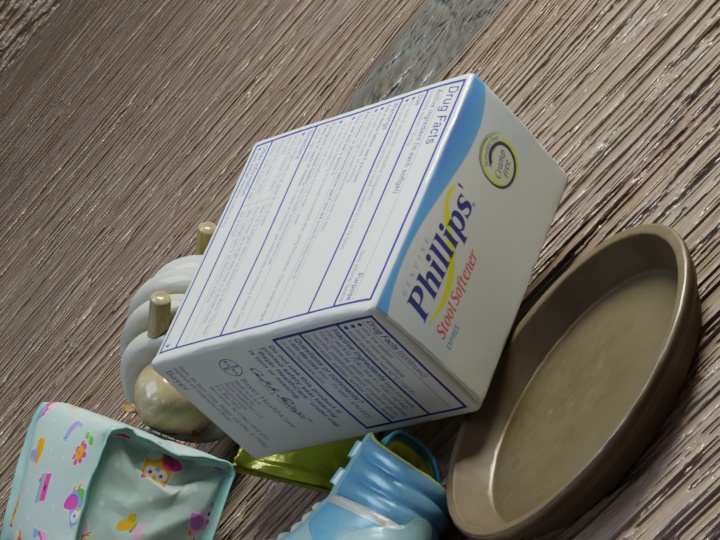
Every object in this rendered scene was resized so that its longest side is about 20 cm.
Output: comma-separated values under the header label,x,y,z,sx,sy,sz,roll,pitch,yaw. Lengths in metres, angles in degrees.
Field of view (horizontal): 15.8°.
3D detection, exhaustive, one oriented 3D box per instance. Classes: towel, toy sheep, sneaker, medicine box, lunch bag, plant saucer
label,x,y,z,sx,sy,sz,roll,pitch,yaw
towel,-0.013,0.056,1.687,0.018,0.086,0.201,81,-155,-51
toy sheep,-0.107,0.047,1.855,0.138,0.138,0.200,-38,10,41
sneaker,-0.014,0.158,1.506,0.200,0.079,0.131,-9,50,53
medicine box,0.000,0.000,1.554,0.199,0.103,0.183,-14,42,44
lunch bag,-0.189,0.204,1.805,0.170,0.121,0.201,12,82,66
plant saucer,0.119,0.065,1.406,0.200,0.029,0.200,-48,20,24
